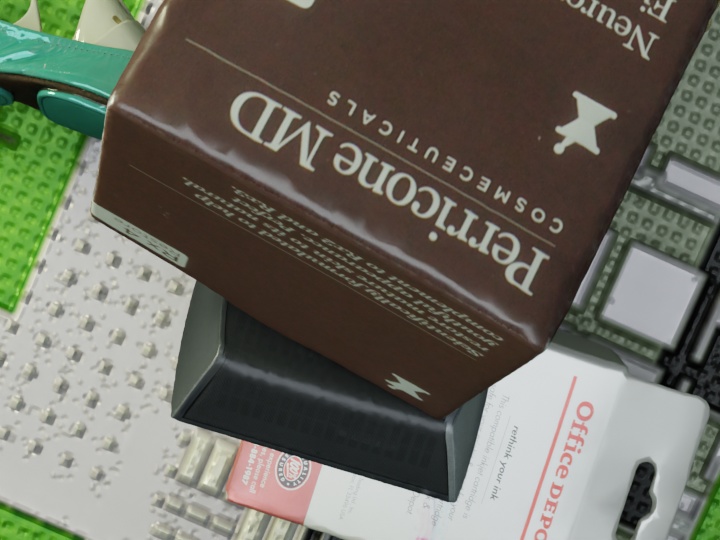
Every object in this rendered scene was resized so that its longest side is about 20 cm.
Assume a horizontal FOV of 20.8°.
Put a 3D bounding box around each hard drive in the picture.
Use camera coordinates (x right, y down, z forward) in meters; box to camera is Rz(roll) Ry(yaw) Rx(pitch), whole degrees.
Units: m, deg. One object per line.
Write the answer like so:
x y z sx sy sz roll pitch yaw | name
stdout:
0.000 0.000 0.843 0.134 0.201 0.043 17 131 -3 | hard drive

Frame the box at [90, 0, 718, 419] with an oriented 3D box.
0.021 -0.081 0.711 0.165 0.164 0.201 29 75 -3 | box

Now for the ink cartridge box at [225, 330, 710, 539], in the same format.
0.049 0.077 0.910 0.198 0.068 0.118 19 96 -1 | ink cartridge box

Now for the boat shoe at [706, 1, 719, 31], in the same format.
0.116 -0.117 0.869 0.198 0.076 0.075 -19 92 -17 | boat shoe

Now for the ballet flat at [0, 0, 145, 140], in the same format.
-0.144 -0.101 0.891 0.198 0.067 0.071 13 82 -4 | ballet flat
